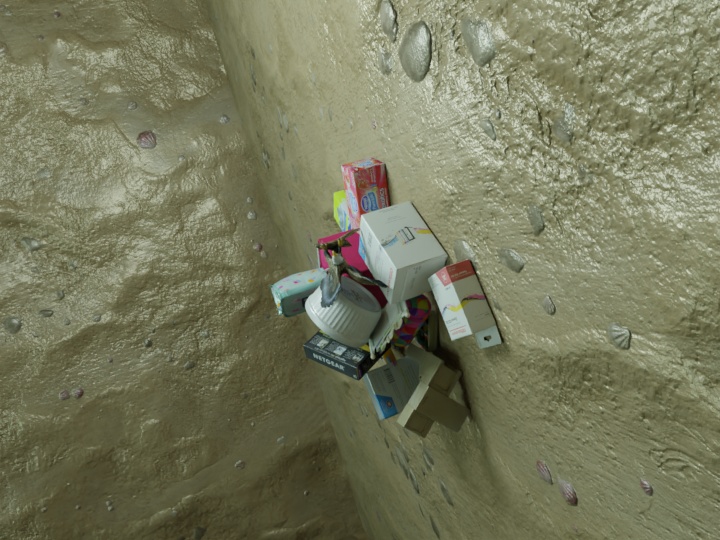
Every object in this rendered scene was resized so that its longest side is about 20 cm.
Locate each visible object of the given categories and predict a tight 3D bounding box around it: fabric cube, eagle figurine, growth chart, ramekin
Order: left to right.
[{"bbox_3d":[-0.043,0.004,1.323,0.152,0.151,0.200,-42,59,26],"label":"eagle figurine"},{"bbox_3d":[-0.037,0.101,1.430,0.105,0.200,0.200,-54,42,17],"label":"ramekin"},{"bbox_3d":[0.000,0.000,1.639,0.200,0.199,0.196,89,157,-44],"label":"fabric cube"},{"bbox_3d":[0.069,0.142,1.411,0.200,0.018,0.145,-56,22,32],"label":"growth chart"}]

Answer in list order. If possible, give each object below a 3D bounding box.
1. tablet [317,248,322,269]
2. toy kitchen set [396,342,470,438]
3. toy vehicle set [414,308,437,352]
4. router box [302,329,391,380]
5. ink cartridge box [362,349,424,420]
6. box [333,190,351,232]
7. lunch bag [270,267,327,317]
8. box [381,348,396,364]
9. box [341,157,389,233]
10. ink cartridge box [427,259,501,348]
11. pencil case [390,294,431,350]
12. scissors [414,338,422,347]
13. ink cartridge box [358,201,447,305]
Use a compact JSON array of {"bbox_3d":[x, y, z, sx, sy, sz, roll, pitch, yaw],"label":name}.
[{"bbox_3d":[-0.049,-0.066,1.719,0.014,0.200,0.130,45,150,38],"label":"tablet"},{"bbox_3d":[0.190,0.345,1.482,0.163,0.200,0.180,33,175,-24],"label":"toy kitchen set"},{"bbox_3d":[0.160,0.133,1.548,0.200,0.026,0.125,-136,37,-55],"label":"toy vehicle set"},{"bbox_3d":[-0.038,0.215,1.522,0.200,0.157,0.052,17,132,36],"label":"router box"},{"bbox_3d":[0.128,0.343,1.597,0.085,0.200,0.145,108,141,-69],"label":"ink cartridge box"},{"bbox_3d":[-0.035,-0.167,1.836,0.122,0.048,0.200,92,154,-50],"label":"box"},{"bbox_3d":[-0.181,0.067,1.641,0.200,0.170,0.122,160,91,-76],"label":"lunch bag"},{"bbox_3d":[0.057,0.244,1.847,0.119,0.041,0.200,65,168,-27],"label":"box"},{"bbox_3d":[0.019,-0.211,1.530,0.095,0.099,0.200,-137,33,-57],"label":"box"},{"bbox_3d":[0.236,0.088,1.218,0.116,0.067,0.200,131,120,-70],"label":"ink cartridge box"},{"bbox_3d":[0.128,0.140,1.469,0.089,0.088,0.200,63,154,26],"label":"pencil case"},{"bbox_3d":[0.147,0.157,1.657,0.200,0.014,0.073,52,155,45],"label":"scissors"},{"bbox_3d":[0.102,-0.045,1.364,0.147,0.144,0.200,96,151,-51],"label":"ink cartridge box"}]
